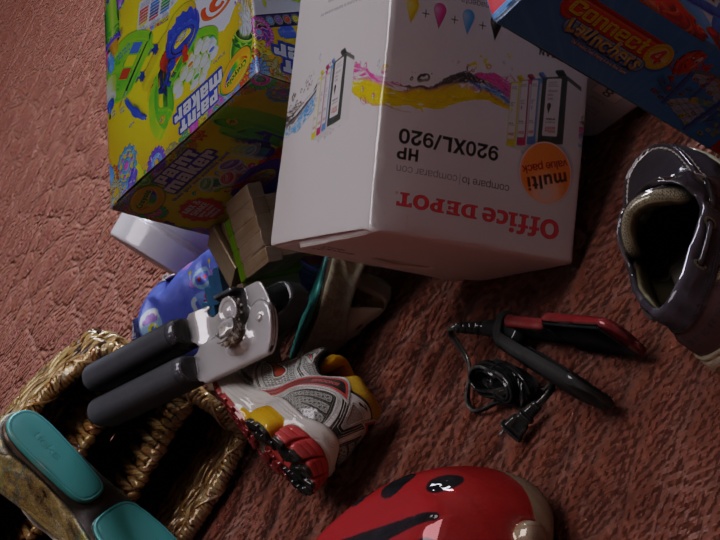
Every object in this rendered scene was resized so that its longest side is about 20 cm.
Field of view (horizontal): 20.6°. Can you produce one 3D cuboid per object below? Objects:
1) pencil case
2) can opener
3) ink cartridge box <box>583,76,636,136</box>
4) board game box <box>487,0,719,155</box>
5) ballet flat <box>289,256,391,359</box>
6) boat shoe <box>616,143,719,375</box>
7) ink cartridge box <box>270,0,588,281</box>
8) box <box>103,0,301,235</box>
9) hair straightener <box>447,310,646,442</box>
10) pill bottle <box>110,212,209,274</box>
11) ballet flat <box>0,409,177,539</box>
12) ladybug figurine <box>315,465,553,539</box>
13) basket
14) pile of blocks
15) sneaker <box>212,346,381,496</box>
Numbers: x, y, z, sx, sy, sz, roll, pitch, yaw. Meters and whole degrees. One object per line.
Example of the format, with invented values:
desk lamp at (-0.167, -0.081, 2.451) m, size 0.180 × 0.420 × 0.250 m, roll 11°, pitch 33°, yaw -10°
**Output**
pencil case at (-0.094, 0.009, 1.537) m, size 0.200 × 0.087 × 0.078 m, roll -36°, pitch -10°, yaw 39°
can opener at (-0.118, 0.062, 1.388) m, size 0.199 × 0.066 × 0.053 m, roll -25°, pitch 67°, yaw 36°
ink cartridge box at (0.152, -0.154, 1.328) m, size 0.200 × 0.047 × 0.161 m, roll -39°, pitch 27°, yaw 59°
board game box at (0.142, -0.181, 1.113) m, size 0.056 × 0.195 × 0.201 m, roll -42°, pitch 41°, yaw 30°
ballet flat at (0.000, 0.000, 1.375) m, size 0.068 × 0.062 × 0.201 m, roll -71°, pitch -1°, yaw -51°
boat shoe at (0.171, -0.021, 1.063) m, size 0.072 × 0.065 × 0.200 m, roll -48°, pitch 23°, yaw 23°
ink cartridge box at (0.047, -0.104, 1.243) m, size 0.144 × 0.146 × 0.202 m, roll -9°, pitch 74°, yaw 64°
box at (-0.084, -0.156, 1.413) m, size 0.200 × 0.121 × 0.194 m, roll -35°, pitch 50°, yaw 45°
hair straightener at (0.091, 0.058, 1.150) m, size 0.077 × 0.041 × 0.200 m, roll -59°, pitch 23°, yaw -8°
pill bottle at (-0.122, -0.090, 1.685) m, size 0.201 × 0.115 × 0.116 m, roll -58°, pitch 22°, yaw -6°
ballet flat at (-0.194, 0.184, 1.414) m, size 0.071 × 0.200 × 0.071 m, roll -44°, pitch -14°, yaw -14°
ladybug figurine at (0.027, 0.167, 1.094) m, size 0.200 × 0.072 × 0.136 m, roll -34°, pitch 31°, yaw 43°
basket at (-0.199, 0.153, 1.479) m, size 0.201 × 0.142 × 0.149 m, roll -57°, pitch 22°, yaw -2°
pile of blocks at (-0.071, 0.010, 1.442) m, size 0.082 × 0.062 × 0.201 m, roll 61°, pitch 148°, yaw 33°
sneaker at (-0.040, 0.095, 1.349) m, size 0.082 × 0.078 × 0.200 m, roll -38°, pitch 19°, yaw -11°
